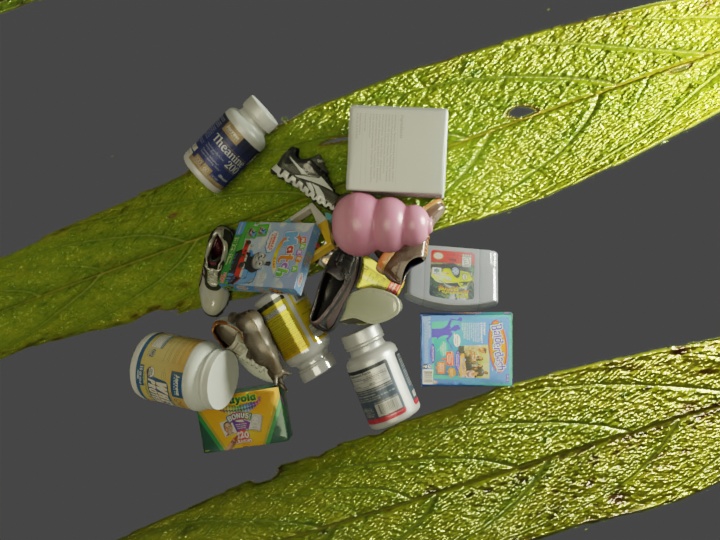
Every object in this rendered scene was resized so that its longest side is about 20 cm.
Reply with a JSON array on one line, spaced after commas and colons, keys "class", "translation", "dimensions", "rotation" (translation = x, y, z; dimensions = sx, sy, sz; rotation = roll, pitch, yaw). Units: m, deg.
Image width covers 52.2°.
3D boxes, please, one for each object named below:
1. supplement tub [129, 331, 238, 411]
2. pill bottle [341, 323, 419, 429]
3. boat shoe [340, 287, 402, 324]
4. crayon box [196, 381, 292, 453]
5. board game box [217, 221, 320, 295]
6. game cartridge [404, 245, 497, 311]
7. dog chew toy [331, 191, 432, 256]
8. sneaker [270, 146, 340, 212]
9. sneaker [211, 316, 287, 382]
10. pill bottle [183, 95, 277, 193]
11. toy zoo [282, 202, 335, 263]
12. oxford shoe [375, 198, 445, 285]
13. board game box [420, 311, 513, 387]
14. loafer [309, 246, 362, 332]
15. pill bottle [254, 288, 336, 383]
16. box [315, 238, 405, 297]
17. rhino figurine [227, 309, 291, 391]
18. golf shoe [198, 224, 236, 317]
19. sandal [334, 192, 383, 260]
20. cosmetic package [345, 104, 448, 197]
[{"class": "supplement tub", "translation": [-0.374, 0.216, 1.567], "dimensions": [0.195, 0.144, 0.149], "rotation": [7, 94, 22]}, {"class": "pill bottle", "translation": [0.037, 0.218, 1.552], "dimensions": [0.117, 0.120, 0.204], "rotation": [-22, 90, 7]}, {"class": "boat shoe", "translation": [0.006, 0.077, 1.542], "dimensions": [0.197, 0.060, 0.074], "rotation": [-7, 83, 33]}, {"class": "crayon box", "translation": [-0.256, 0.323, 1.621], "dimensions": [0.194, 0.058, 0.122], "rotation": [-10, 92, 7]}, {"class": "board game box", "translation": [-0.192, -0.028, 1.542], "dimensions": [0.195, 0.037, 0.155], "rotation": [3, 63, 27]}, {"class": "game cartridge", "translation": [0.189, 0.017, 1.531], "dimensions": [0.194, 0.041, 0.137], "rotation": [4, 67, 1]}, {"class": "dog chew toy", "translation": [0.045, -0.090, 1.447], "dimensions": [0.194, 0.124, 0.128], "rotation": [1, 93, 12]}, {"class": "sneaker", "translation": [-0.093, -0.196, 1.573], "dimensions": [0.198, 0.066, 0.092], "rotation": [34, 97, 6]}, {"class": "sneaker", "translation": [-0.248, 0.181, 1.602], "dimensions": [0.198, 0.085, 0.074], "rotation": [36, 94, 2]}, {"class": "pill bottle", "translation": [-0.273, -0.272, 1.568], "dimensions": [0.200, 0.111, 0.111], "rotation": [-43, 88, 7]}, {"class": "toy zoo", "translation": [-0.135, -0.060, 1.569], "dimensions": [0.197, 0.021, 0.133], "rotation": [-33, 52, 6]}, {"class": "oxford shoe", "translation": [0.119, -0.057, 1.514], "dimensions": [0.072, 0.071, 0.201], "rotation": [37, 84, 21]}, {"class": "board game box", "translation": [0.225, 0.167, 1.565], "dimensions": [0.194, 0.045, 0.157], "rotation": [0, 92, 7]}, {"class": "loafer", "translation": [-0.052, 0.027, 1.514], "dimensions": [0.071, 0.063, 0.205], "rotation": [16, 86, 34]}, {"class": "pill bottle", "translation": [-0.134, 0.130, 1.571], "dimensions": [0.111, 0.112, 0.203], "rotation": [-30, 89, 7]}, {"class": "box", "translation": [0.000, 0.000, 1.580], "dimensions": [0.197, 0.050, 0.076], "rotation": [32, 95, 3]}, {"class": "rhino figurine", "translation": [-0.204, 0.169, 1.541], "dimensions": [0.059, 0.087, 0.203], "rotation": [-32, 98, -28]}, {"class": "golf shoe", "translation": [-0.320, 0.003, 1.600], "dimensions": [0.075, 0.088, 0.206], "rotation": [9, 95, 4]}, {"class": "sandal", "translation": [0.029, -0.088, 1.546], "dimensions": [0.201, 0.054, 0.082], "rotation": [49, 56, -5]}, {"class": "cosmetic package", "translation": [0.078, -0.238, 1.500], "dimensions": [0.194, 0.167, 0.171], "rotation": [3, 93, 7]}]
